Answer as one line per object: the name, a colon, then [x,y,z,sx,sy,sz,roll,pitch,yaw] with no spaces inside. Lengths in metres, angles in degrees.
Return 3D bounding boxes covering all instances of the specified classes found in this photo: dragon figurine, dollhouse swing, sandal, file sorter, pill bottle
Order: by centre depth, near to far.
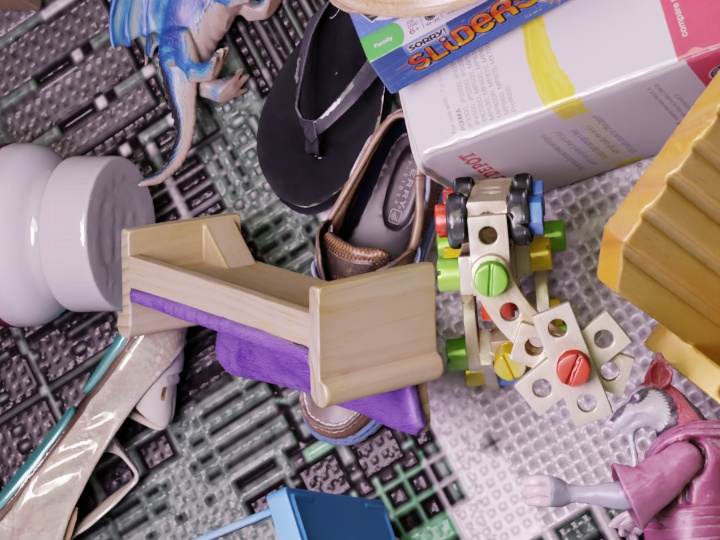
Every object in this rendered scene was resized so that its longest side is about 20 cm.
dollhouse swing: [0.253,-0.006,1.416,0.182,0.176,0.200,39,94,21]
file sorter: [-0.033,0.236,1.471,0.122,0.139,0.201,-24,74,18]
sandal: [-0.007,-0.131,1.600,0.076,0.043,0.201,25,90,22]
pill bottle: [-0.230,-0.021,1.621,0.199,0.109,0.110,0,81,23]
dragon figurine: [-0.113,-0.149,1.632,0.099,0.059,0.201,21,88,22]

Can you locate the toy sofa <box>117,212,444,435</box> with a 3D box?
toy sofa: [-0.048,0.033,1.497,0.200,0.082,0.098,16,111,50]

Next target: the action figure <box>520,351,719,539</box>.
action figure: [0.179,0.142,1.430,0.148,0.134,0.201,-7,90,29]

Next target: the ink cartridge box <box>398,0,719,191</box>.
ink cartridge box: [0.131,-0.113,1.492,0.199,0.145,0.084,-20,74,15]

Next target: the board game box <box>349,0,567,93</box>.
board game box: [0.078,-0.196,1.446,0.199,0.034,0.136,-28,54,9]

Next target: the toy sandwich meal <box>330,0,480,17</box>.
toy sandwich meal: [0.055,-0.208,1.402,0.204,0.070,0.206,-13,59,22]

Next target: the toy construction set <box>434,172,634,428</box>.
toy construction set: [0.082,0.017,1.454,0.092,0.200,0.132,-6,99,-8]

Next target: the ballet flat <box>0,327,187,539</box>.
ballet flat: [-0.146,0.090,1.613,0.062,0.067,0.200,36,98,-7]

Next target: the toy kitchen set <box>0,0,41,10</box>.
toy kitchen set: [-0.312,-0.259,1.658,0.199,0.180,0.164,1,80,20]

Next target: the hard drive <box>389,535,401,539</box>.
hard drive: [0.030,0.236,1.534,0.199,0.025,0.132,31,92,21]

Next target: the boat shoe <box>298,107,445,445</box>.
boat shoe: [0.000,0.000,1.559,0.072,0.072,0.201,13,86,20]
